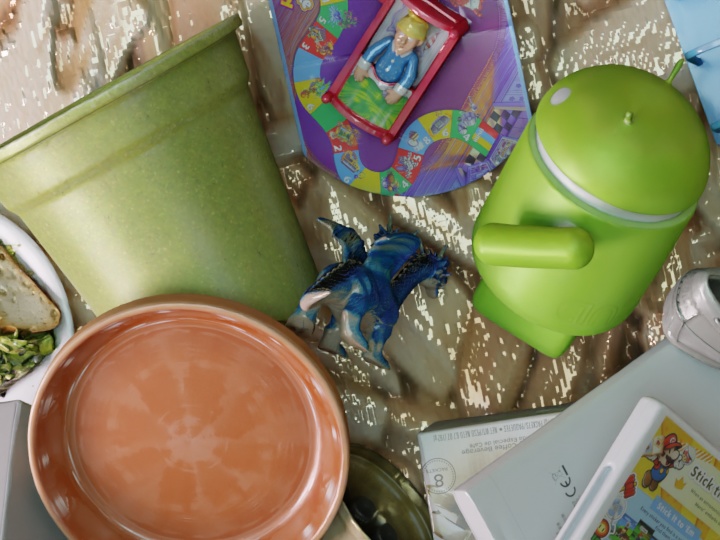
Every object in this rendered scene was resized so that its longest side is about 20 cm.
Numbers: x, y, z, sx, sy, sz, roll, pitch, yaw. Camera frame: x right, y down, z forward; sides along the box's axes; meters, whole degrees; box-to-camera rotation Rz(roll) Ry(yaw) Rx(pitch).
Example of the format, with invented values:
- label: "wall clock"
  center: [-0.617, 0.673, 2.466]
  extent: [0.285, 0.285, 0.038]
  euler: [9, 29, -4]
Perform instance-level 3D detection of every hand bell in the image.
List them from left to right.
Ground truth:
- label: "hand bell"
  center: [-0.050, 0.212, 1.622]
  extent: [0.200, 0.104, 0.104]
  euler: [-41, 84, 22]

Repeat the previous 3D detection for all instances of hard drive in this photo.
- label: "hard drive"
  center: [0.165, 0.139, 1.524]
  extent: [0.200, 0.027, 0.132]
  euler: [-33, 100, -24]

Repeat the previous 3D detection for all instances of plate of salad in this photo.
- label: "plate of salad"
  center: [-0.291, 0.051, 1.675]
  extent: [0.199, 0.048, 0.201]
  euler: [1, 93, 12]

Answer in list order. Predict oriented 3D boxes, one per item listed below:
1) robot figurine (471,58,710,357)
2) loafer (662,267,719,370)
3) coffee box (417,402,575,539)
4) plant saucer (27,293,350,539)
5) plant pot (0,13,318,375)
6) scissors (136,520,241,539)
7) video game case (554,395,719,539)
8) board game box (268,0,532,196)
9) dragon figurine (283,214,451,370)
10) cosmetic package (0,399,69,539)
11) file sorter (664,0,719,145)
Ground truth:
- label: "robot figurine"
  center: [0.142, -0.042, 1.523]
  extent: [0.115, 0.176, 0.200]
  euler: [34, 131, 8]
- label: "loafer"
  center: [0.283, 0.050, 1.520]
  extent: [0.199, 0.070, 0.070]
  euler: [18, 67, -9]
- label: "coffee box"
  center: [0.110, 0.191, 1.578]
  extent: [0.112, 0.080, 0.201]
  euler: [-9, 90, 11]
- label: "plant saucer"
  center: [-0.105, 0.106, 1.530]
  extent: [0.199, 0.032, 0.201]
  euler: [2, 113, 4]
- label: "plant pot"
  center: [-0.121, -0.035, 1.576]
  extent: [0.200, 0.200, 0.185]
  euler: [-27, 97, 12]
- label: "scissors"
  center: [-0.159, 0.209, 1.582]
  extent: [0.199, 0.014, 0.073]
  euler: [-31, 88, 2]
- label: "video game case"
  center: [0.185, 0.199, 1.502]
  extent: [0.023, 0.200, 0.182]
  euler: [23, 77, 52]
- label: "board game box"
  center: [0.019, -0.141, 1.584]
  extent: [0.157, 0.039, 0.201]
  euler: [-9, 102, 16]
- label: "dragon figurine"
  center: [0.000, 0.000, 1.536]
  extent: [0.059, 0.200, 0.100]
  euler: [14, 80, 23]
- label: "cosmetic package"
  center: [-0.241, 0.190, 1.573]
  extent: [0.106, 0.090, 0.201]
  euler: [-7, 65, 34]
- label: "file sorter"
  center: [0.246, -0.194, 1.514]
  extent: [0.138, 0.123, 0.201]
  euler: [-20, 88, 13]
